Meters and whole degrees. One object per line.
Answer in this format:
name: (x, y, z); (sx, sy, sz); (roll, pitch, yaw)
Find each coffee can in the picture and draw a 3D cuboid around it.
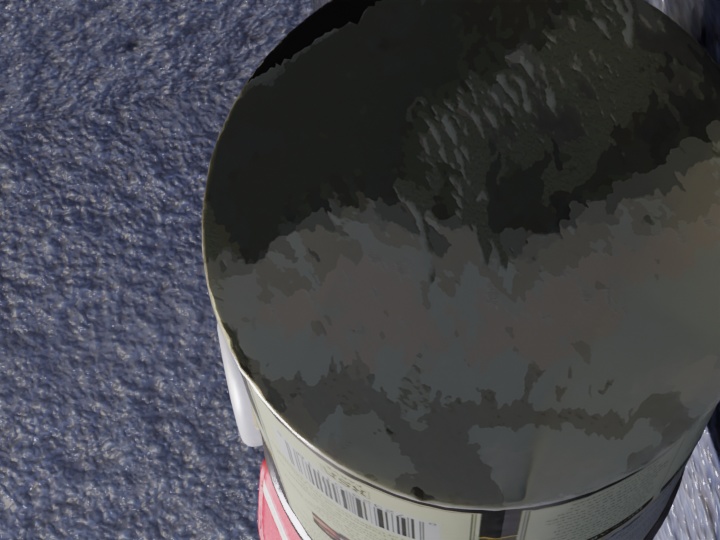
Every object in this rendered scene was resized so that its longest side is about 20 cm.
coffee can: (0.036, 0.018, 0.607); (0.200, 0.146, 0.147); (84, 173, -72)

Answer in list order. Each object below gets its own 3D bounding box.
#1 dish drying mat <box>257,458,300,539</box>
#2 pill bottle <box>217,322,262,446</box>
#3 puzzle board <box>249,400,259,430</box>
dish drying mat: (0.007, 0.183, 1.145); (0.200, 0.018, 0.077); (37, 134, 39)
pill bottle: (-0.010, 0.070, 1.692); (0.112, 0.199, 0.113); (168, 90, -88)
puzzle board: (0.000, 0.000, 1.312); (0.017, 0.199, 0.151); (16, -124, -55)
